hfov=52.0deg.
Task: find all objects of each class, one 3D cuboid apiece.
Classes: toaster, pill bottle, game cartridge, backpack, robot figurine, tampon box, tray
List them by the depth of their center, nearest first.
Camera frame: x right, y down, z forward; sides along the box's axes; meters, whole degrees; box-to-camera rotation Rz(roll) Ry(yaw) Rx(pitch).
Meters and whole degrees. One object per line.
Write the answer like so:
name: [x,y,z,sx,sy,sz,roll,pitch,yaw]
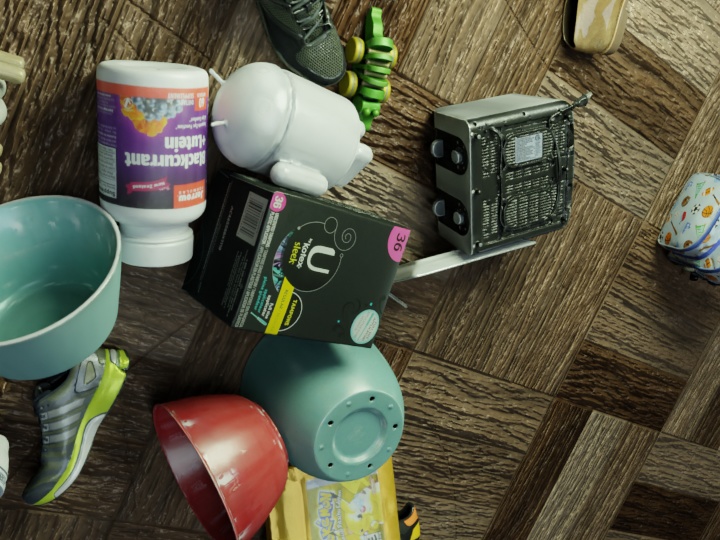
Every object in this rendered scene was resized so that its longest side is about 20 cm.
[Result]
pill bottle: [-0.216,-0.111,0.773,0.110,0.111,0.202,-5,111,-27]
robot figurine: [-0.080,-0.156,0.814,0.199,0.171,0.113,16,134,-39]
tampon box: [-0.070,-0.011,0.837,0.199,0.126,0.151,12,100,-41]
toaster: [0.194,-0.138,0.988,0.198,0.119,0.183,-16,117,-22]
tray: [0.133,-0.018,1.017,0.198,0.107,0.022,-15,91,-23]
game cartridge: [-0.039,0.356,1.061,0.198,0.032,0.178,-5,87,-28]
backpack: [0.598,-0.067,1.200,0.153,0.191,0.202,18,100,-16]

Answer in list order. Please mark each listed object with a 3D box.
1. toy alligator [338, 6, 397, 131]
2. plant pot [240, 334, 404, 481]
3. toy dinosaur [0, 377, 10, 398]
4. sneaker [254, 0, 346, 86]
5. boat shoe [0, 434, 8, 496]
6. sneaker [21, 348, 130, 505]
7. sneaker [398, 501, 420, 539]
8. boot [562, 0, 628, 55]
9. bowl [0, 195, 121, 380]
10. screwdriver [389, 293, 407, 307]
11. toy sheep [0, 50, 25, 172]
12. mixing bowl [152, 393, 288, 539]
toy alligator: [0.009,-0.213,0.894,0.059,0.054,0.202,3,107,-29]
plant pot: [-0.036,0.176,0.956,0.199,0.161,0.203,-11,115,-25]
toy dinosaur: [-0.415,0.075,0.733,0.200,0.105,0.061,78,27,-67]
sneaker: [-0.063,-0.282,0.794,0.076,0.114,0.200,-35,124,-11]
boat shoe: [-0.457,0.226,0.795,0.201,0.087,0.075,-30,131,18]
sneaker: [-0.343,0.170,0.844,0.081,0.074,0.201,27,87,-27]
sneaker: [0.002,0.405,1.131,0.198,0.070,0.091,0,89,-26]
boot: [0.326,-0.396,0.996,0.075,0.074,0.202,-2,112,-18]
bowl: [-0.324,0.030,0.737,0.199,0.201,0.106,-25,138,-19]
screwdriver: [0.000,0.000,0.990,0.199,0.028,0.029,30,64,-36]
toy sheep: [-0.382,-0.151,0.658,0.137,0.138,0.201,12,108,-32]
mixing bowl: [-0.158,0.228,0.897,0.108,0.199,0.202,-26,120,-30]
